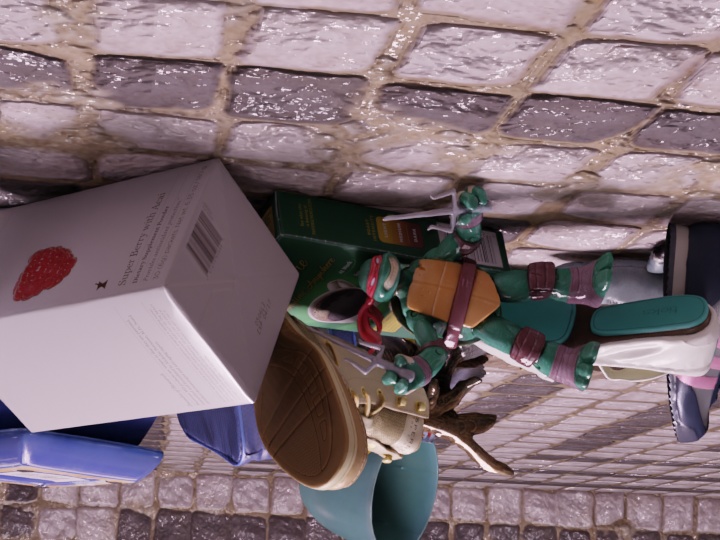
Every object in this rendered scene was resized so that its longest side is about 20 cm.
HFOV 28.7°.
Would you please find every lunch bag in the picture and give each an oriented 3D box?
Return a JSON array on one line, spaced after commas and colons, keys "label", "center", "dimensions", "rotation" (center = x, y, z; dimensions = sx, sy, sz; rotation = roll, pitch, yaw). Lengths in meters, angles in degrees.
[{"label": "lunch bag", "center": [-0.072, 0.077, 1.184], "dimensions": [0.132, 0.137, 0.200], "rotation": [-11, -169, -25]}]

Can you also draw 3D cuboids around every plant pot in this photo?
[{"label": "plant pot", "center": [-0.300, 0.109, 1.333], "dimensions": [0.199, 0.181, 0.200], "rotation": [-10, 162, 36]}, {"label": "plant pot", "center": [0.003, 0.324, 2.168], "dimensions": [0.160, 0.202, 0.200], "rotation": [9, 172, 32]}]

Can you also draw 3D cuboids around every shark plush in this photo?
[{"label": "shark plush", "center": [0.247, 0.013, 1.115], "dimensions": [0.199, 0.091, 0.083], "rotation": [-5, 135, 43]}]

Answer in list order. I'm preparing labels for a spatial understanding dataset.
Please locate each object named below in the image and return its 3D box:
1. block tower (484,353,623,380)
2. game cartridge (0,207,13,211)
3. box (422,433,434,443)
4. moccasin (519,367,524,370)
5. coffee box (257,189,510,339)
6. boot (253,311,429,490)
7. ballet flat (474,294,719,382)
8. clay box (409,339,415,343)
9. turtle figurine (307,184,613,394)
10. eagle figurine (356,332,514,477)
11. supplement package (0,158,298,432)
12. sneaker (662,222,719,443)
[{"label": "block tower", "center": [0.173, 0.070, 1.374], "dimensions": [0.199, 0.054, 0.058], "rotation": [10, 165, -28]}, {"label": "game cartridge", "center": [-0.197, -0.017, 1.107], "dimensions": [0.199, 0.041, 0.133], "rotation": [1, 162, 3]}, {"label": "box", "center": [-0.026, 0.123, 1.478], "dimensions": [0.136, 0.038, 0.200], "rotation": [12, -171, -36]}, {"label": "moccasin", "center": [0.170, 0.049, 1.231], "dimensions": [0.200, 0.078, 0.074], "rotation": [11, 167, -25]}, {"label": "coffee box", "center": [0.000, 0.000, 1.070], "dimensions": [0.199, 0.044, 0.123], "rotation": [8, 147, -27]}, {"label": "boot", "center": [-0.007, 0.102, 0.997], "dimensions": [0.155, 0.073, 0.200], "rotation": [31, -169, -35]}, {"label": "ballet flat", "center": [0.166, 0.055, 1.042], "dimensions": [0.199, 0.070, 0.069], "rotation": [0, 167, 24]}, {"label": "clay box", "center": [-0.015, 0.070, 1.411], "dimensions": [0.199, 0.048, 0.115], "rotation": [10, 165, -35]}, {"label": "turtle figurine", "center": [0.070, 0.016, 0.986], "dimensions": [0.199, 0.151, 0.101], "rotation": [12, -179, 1]}, {"label": "eagle figurine", "center": [0.042, 0.101, 1.247], "dimensions": [0.150, 0.152, 0.200], "rotation": [-22, -161, -3]}, {"label": "supplement package", "center": [-0.166, 0.021, 0.971], "dimensions": [0.199, 0.122, 0.120], "rotation": [-11, 132, 28]}, {"label": "sneaker", "center": [0.273, 0.053, 1.073], "dimensions": [0.082, 0.070, 0.201], "rotation": [-2, 127, 11]}]
